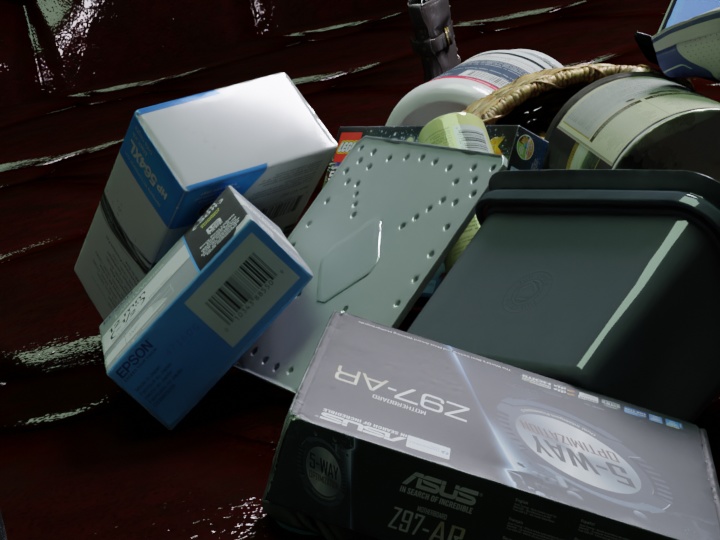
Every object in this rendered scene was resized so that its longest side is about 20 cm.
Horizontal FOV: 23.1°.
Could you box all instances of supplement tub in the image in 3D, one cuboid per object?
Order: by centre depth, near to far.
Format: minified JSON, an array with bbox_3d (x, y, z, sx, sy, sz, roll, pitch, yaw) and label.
[{"bbox_3d":[0.116,-0.122,1.599,0.140,0.141,0.200,-4,15,26],"label":"supplement tub"}]

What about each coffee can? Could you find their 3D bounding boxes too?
[{"bbox_3d":[0.216,-0.056,1.243,0.146,0.147,0.200,-12,14,-3],"label":"coffee can"}]

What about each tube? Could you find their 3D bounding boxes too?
[{"bbox_3d":[0.084,-0.020,1.232,0.052,0.200,0.058,21,-48,-40],"label":"tube"}]

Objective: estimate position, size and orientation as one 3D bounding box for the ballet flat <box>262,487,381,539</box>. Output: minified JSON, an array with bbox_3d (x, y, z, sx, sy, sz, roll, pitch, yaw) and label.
[{"bbox_3d":[-0.001,0.110,0.911,0.068,0.068,0.200,-19,15,-22],"label":"ballet flat"}]

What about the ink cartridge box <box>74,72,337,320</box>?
[{"bbox_3d":[-0.126,-0.047,1.381,0.146,0.084,0.200,-20,-25,-37],"label":"ink cartridge box"}]

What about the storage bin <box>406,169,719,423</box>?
[{"bbox_3d":[0.126,0.040,0.996,0.134,0.146,0.200,-49,30,-24],"label":"storage bin"}]

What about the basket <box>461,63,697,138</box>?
[{"bbox_3d":[0.183,-0.090,1.415,0.200,0.143,0.149,-13,13,-7],"label":"basket"}]

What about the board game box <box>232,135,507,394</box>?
[{"bbox_3d":[0.000,0.000,1.210,0.200,0.026,0.200,-55,27,-11],"label":"board game box"}]

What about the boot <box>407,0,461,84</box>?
[{"bbox_3d":[0.103,-0.256,2.072,0.069,0.174,0.200,-7,14,15],"label":"boot"}]

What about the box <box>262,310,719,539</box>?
[{"bbox_3d":[0.065,0.089,0.822,0.200,0.044,0.160,18,16,2],"label":"box"}]

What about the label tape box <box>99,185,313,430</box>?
[{"bbox_3d":[-0.117,0.016,1.252,0.143,0.066,0.200,-47,18,2],"label":"label tape box"}]

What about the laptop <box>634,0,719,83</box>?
[{"bbox_3d":[0.319,-0.189,1.378,0.177,0.103,0.200,18,3,13],"label":"laptop"}]

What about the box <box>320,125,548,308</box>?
[{"bbox_3d":[0.043,-0.042,1.354,0.038,0.137,0.200,23,-13,-41],"label":"box"}]

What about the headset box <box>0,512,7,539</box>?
[{"bbox_3d":[-0.195,0.138,0.734,0.093,0.174,0.200,-13,15,-9],"label":"headset box"}]

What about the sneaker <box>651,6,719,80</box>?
[{"bbox_3d":[0.300,-0.137,1.205,0.199,0.115,0.081,-10,10,42],"label":"sneaker"}]
